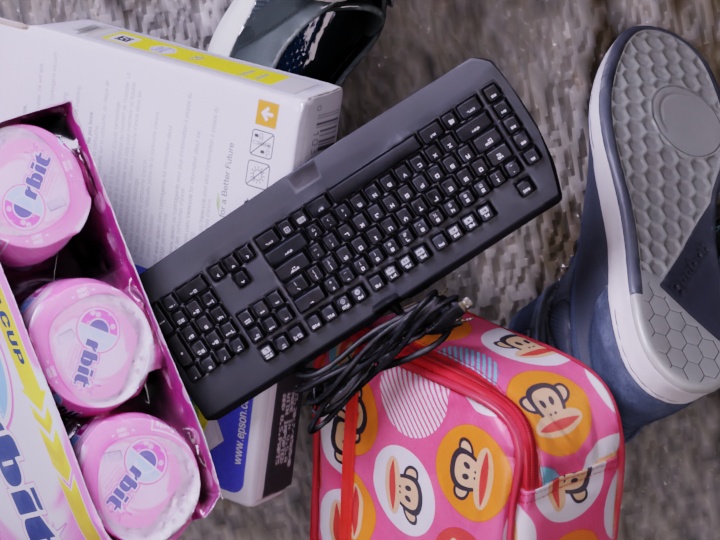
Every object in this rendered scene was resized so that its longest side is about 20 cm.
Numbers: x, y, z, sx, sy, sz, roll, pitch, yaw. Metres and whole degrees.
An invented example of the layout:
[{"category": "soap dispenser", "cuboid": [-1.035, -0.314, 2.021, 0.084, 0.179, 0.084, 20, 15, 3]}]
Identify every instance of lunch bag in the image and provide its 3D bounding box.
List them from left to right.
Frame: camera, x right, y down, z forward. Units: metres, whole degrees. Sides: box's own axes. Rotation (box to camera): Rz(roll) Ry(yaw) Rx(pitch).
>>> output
[{"category": "lunch bag", "cuboid": [0.038, 0.118, 1.354, 0.082, 0.176, 0.201, -16, 117, -37]}]

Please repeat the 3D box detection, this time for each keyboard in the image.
[{"category": "keyboard", "cuboid": [0.000, 0.000, 1.265, 0.199, 0.040, 0.104, -33, 98, 14]}]

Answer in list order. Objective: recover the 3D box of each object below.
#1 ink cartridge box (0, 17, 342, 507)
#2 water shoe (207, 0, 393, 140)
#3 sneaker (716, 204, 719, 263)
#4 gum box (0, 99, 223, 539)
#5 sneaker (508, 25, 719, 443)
[{"category": "ink cartridge box", "cuboid": [-0.111, -0.012, 1.356, 0.199, 0.047, 0.199, 18, 112, 29]}, {"category": "water shoe", "cuboid": [-0.005, -0.146, 1.341, 0.071, 0.079, 0.201, 8, 110, -41]}, {"category": "sneaker", "cuboid": [0.206, 0.067, 1.388, 0.075, 0.079, 0.201, -22, 101, 1]}, {"category": "gum box", "cuboid": [-0.143, 0.036, 1.299, 0.066, 0.113, 0.201, -22, 92, -31]}, {"category": "sneaker", "cuboid": [0.113, -0.006, 1.376, 0.076, 0.146, 0.203, 16, 57, -20]}]
